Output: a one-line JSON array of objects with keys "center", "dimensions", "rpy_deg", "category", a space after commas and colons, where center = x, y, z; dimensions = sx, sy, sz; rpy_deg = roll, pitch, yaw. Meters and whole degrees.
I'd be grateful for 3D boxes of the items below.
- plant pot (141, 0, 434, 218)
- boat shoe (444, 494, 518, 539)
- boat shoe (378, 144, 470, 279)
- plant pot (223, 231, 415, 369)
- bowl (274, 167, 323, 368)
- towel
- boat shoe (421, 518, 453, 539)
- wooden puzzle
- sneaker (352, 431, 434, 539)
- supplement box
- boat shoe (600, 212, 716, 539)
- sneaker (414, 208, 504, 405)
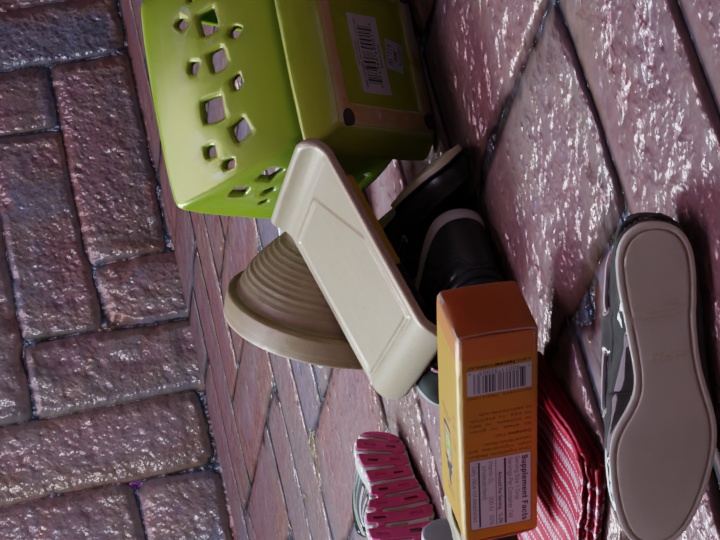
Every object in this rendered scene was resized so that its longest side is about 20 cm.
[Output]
[{"center": [-0.055, -0.166, 1.550], "dimensions": [0.180, 0.198, 0.202], "rpy_deg": [-18, 78, 37], "category": "plant pot"}, {"center": [0.099, 0.191, 1.468], "dimensions": [0.065, 0.071, 0.202], "rpy_deg": [-119, 22, -54], "category": "boat shoe"}, {"center": [0.058, -0.048, 1.506], "dimensions": [0.063, 0.073, 0.202], "rpy_deg": [49, 154, 6], "category": "boat shoe"}, {"center": [-0.026, 0.010, 1.638], "dimensions": [0.201, 0.199, 0.094], "rpy_deg": [-126, 42, -63], "category": "plant pot"}, {"center": [-0.037, -0.013, 1.926], "dimensions": [0.200, 0.074, 0.202], "rpy_deg": [-129, 32, -66], "category": "bowl"}, {"center": [0.150, 0.179, 1.346], "dimensions": [0.145, 0.022, 0.202], "rpy_deg": [-115, 20, -53], "category": "towel"}, {"center": [0.092, 0.303, 1.570], "dimensions": [0.200, 0.073, 0.069], "rpy_deg": [-124, 32, -63], "category": "boat shoe"}, {"center": [0.000, 0.000, 1.474], "dimensions": [0.201, 0.037, 0.185], "rpy_deg": [56, 160, 12], "category": "wooden puzzle"}, {"center": [0.033, 0.260, 1.822], "dimensions": [0.201, 0.073, 0.088], "rpy_deg": [-108, 15, -53], "category": "sneaker"}, {"center": [0.097, 0.110, 1.333], "dimensions": [0.067, 0.068, 0.202], "rpy_deg": [-111, 16, -54], "category": "supplement box"}, {"center": [0.178, 0.063, 1.054], "dimensions": [0.057, 0.066, 0.202], "rpy_deg": [-80, -12, -79], "category": "boat shoe"}, {"center": [0.080, 0.057, 1.454], "dimensions": [0.100, 0.070, 0.201], "rpy_deg": [-107, 18, -50], "category": "sneaker"}]
